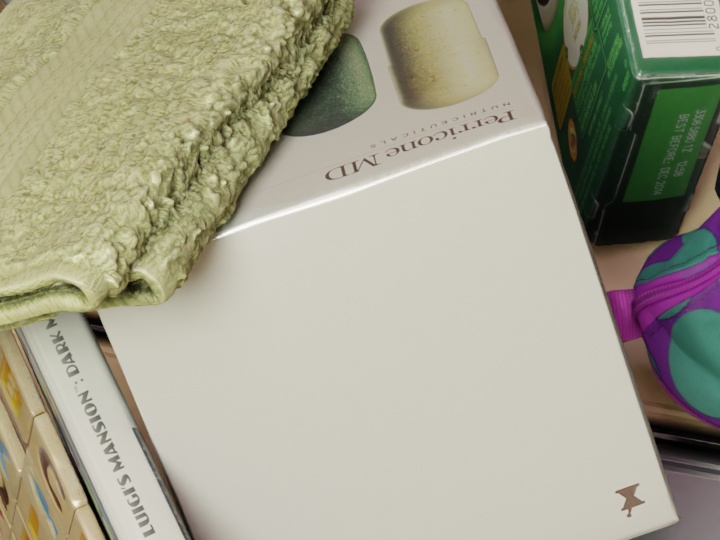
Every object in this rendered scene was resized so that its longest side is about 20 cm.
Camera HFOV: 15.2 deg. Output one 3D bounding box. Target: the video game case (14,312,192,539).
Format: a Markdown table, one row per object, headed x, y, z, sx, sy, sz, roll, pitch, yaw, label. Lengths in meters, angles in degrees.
| x | y | z | sx | sy | sz | roll | pitch | yaw | label |
| --- | --- | --- | --- | --- | --- | --- | --- | --- | --- |
| -0.066 | 0.106 | 0.900 | 0.023 | 0.200 | 0.182 | -24 | 63 | -9 | video game case |

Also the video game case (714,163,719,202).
| x | y | z | sx | sy | sz | roll | pitch | yaw | label |
| --- | --- | --- | --- | --- | --- | --- | --- | --- | --- |
| 0.197 | -0.085 | 0.926 | 0.142 | 0.200 | 0.019 | -22 | 70 | -5 | video game case |

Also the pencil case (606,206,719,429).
| x | y | z | sx | sy | sz | roll | pitch | yaw | label |
| --- | --- | --- | --- | --- | --- | --- | --- | --- | --- |
| 0.164 | -0.018 | 0.907 | 0.092 | 0.200 | 0.085 | 3 | 63 | -20 | pencil case |

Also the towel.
| x | y | z | sx | sy | sz | roll | pitch | yaw | label |
| --- | --- | --- | --- | --- | --- | --- | --- | --- | --- |
| -0.090 | -0.041 | 0.849 | 0.148 | 0.037 | 0.200 | -7 | 30 | 30 | towel |

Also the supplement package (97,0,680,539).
| x | y | z | sx | sy | sz | roll | pitch | yaw | label |
| --- | --- | --- | --- | --- | --- | --- | --- | --- | --- |
| 0.000 | 0.000 | 0.915 | 0.151 | 0.151 | 0.200 | -19 | 26 | 3 | supplement package |

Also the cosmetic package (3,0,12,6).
| x | y | z | sx | sy | sz | roll | pitch | yaw | label |
| --- | --- | --- | --- | --- | --- | --- | --- | --- | --- |
| -0.144 | -0.181 | 1.050 | 0.071 | 0.200 | 0.102 | -32 | 63 | -4 | cosmetic package |

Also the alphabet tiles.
| x | y | z | sx | sy | sz | roll | pitch | yaw | label |
| --- | --- | --- | --- | --- | --- | --- | --- | --- | --- |
| -0.102 | 0.104 | 0.926 | 0.008 | 0.167 | 0.201 | -21 | 74 | -18 | alphabet tiles |

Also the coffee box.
| x | y | z | sx | sy | sz | roll | pitch | yaw | label |
| --- | --- | --- | --- | --- | --- | --- | --- | --- | --- |
| 0.094 | -0.126 | 1.017 | 0.044 | 0.123 | 0.201 | -4 | 62 | -9 | coffee box |
